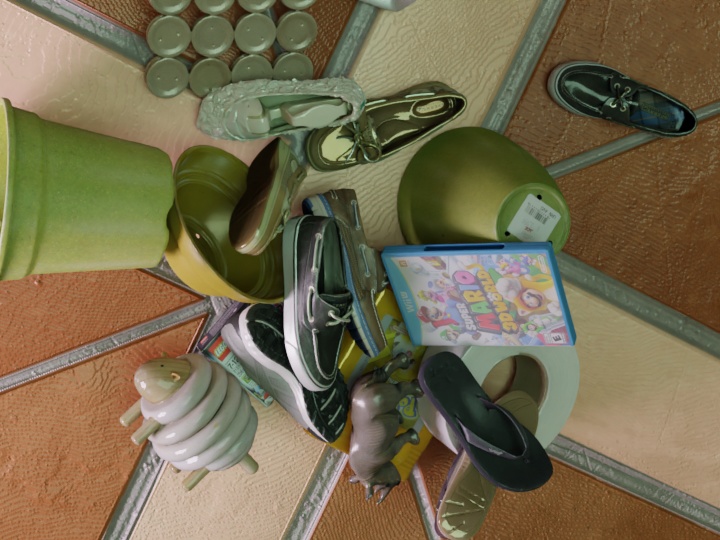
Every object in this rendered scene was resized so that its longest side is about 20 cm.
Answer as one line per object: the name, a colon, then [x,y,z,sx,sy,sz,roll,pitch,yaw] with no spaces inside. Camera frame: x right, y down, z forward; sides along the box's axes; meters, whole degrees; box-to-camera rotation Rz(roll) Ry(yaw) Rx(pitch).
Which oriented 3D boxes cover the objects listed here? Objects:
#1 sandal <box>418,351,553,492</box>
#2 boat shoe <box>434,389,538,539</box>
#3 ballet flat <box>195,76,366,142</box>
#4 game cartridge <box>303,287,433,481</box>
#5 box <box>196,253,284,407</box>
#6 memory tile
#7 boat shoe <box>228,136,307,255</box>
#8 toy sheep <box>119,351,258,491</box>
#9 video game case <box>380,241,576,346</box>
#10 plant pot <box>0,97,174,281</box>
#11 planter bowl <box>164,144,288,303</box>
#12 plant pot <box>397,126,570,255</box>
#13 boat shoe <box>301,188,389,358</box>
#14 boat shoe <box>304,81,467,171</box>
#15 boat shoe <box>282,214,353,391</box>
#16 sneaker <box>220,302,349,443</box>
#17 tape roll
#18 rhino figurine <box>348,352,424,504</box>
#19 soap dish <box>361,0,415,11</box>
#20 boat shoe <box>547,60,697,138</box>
sandal: [0.144,0.179,1.689,0.200,0.043,0.076,46,67,-6]
boat shoe: [0.142,0.230,1.737,0.072,0.065,0.201,34,69,-11]
ballet flat: [-0.090,-0.182,1.669,0.199,0.072,0.072,-10,102,-1]
game cartridge: [0.037,0.138,1.787,0.176,0.032,0.201,29,89,-30]
box: [-0.089,0.051,1.748,0.110,0.035,0.200,41,86,-19]
memory tile: [-0.145,-0.269,1.664,0.199,0.017,0.154,-5,121,-18]
boat shoe: [-0.097,-0.075,1.649,0.063,0.201,0.073,41,116,-20]
toy sheep: [-0.187,0.172,1.692,0.138,0.138,0.200,-45,123,-6]
video game case: [0.134,0.029,1.664,0.018,0.199,0.144,-64,144,-43]
plant pot: [-0.303,-0.075,1.579,0.183,0.200,0.202,4,98,-21]
planter bowl: [-0.165,-0.034,1.662,0.083,0.201,0.200,-32,111,29]
plant pot: [0.161,-0.068,1.720,0.186,0.200,0.188,-3,99,-17]
boat shoe: [0.000,0.000,1.701,0.072,0.072,0.201,-21,96,-13]
boat shoe: [0.029,-0.172,1.733,0.199,0.063,0.074,-26,106,-11]
boat shoe: [-0.044,0.038,1.640,0.071,0.063,0.201,-19,106,-51]
sneaker: [-0.084,0.119,1.700,0.200,0.079,0.074,53,51,-20]
tape roll: [0.170,0.138,1.800,0.201,0.071,0.204,-10,112,-26]
rhino figurine: [0.023,0.198,1.747,0.087,0.060,0.201,-21,128,-32]
soap dish: [-0.004,-0.373,1.649,0.199,0.157,0.082,18,77,-19]
boat shoe: [0.329,-0.212,1.824,0.199,0.057,0.069,15,94,-19]
